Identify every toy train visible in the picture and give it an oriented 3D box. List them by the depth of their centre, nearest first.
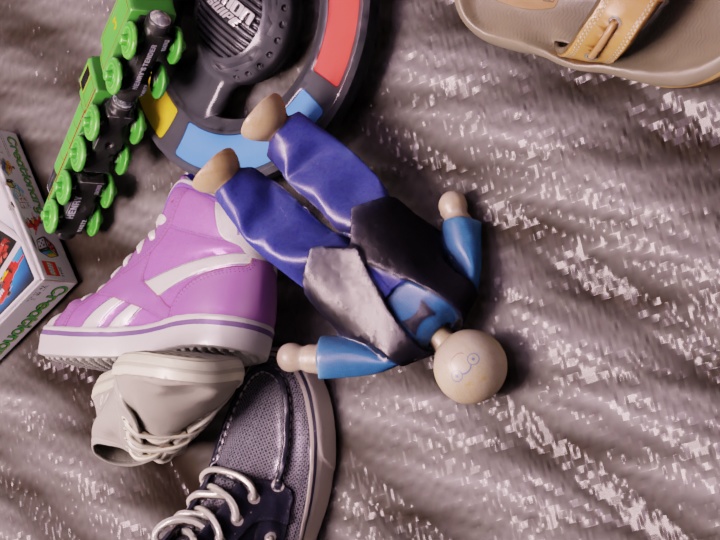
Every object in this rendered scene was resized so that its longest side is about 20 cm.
[{"bbox_3d":[-0.158,-0.096,1.107,0.200,0.042,0.057,-57,41,43],"label":"toy train"}]

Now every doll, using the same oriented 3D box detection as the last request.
[{"bbox_3d":[0.000,0.000,0.972,0.200,0.048,0.137,42,88,13],"label":"doll"}]

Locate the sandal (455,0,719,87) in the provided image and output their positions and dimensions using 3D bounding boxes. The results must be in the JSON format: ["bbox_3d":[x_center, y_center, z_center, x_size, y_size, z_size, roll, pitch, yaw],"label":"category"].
[{"bbox_3d":[0.120,-0.138,0.895,0.199,0.054,0.081,12,94,39],"label":"sandal"}]

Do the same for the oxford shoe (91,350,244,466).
[{"bbox_3d":[-0.114,0.080,1.029,0.200,0.075,0.058,148,128,-67],"label":"oxford shoe"}]

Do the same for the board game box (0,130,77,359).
[{"bbox_3d":[-0.284,0.013,1.234,0.200,0.035,0.127,-41,62,29],"label":"board game box"}]

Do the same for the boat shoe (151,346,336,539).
[{"bbox_3d":[-0.074,0.142,1.015,0.074,0.093,0.201,5,88,40],"label":"boat shoe"}]

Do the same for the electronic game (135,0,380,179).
[{"bbox_3d":[-0.068,-0.151,1.068,0.199,0.042,0.201,-4,83,39],"label":"electronic game"}]

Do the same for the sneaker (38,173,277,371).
[{"bbox_3d":[-0.118,0.004,1.081,0.200,0.072,0.115,-9,72,43],"label":"sneaker"}]
